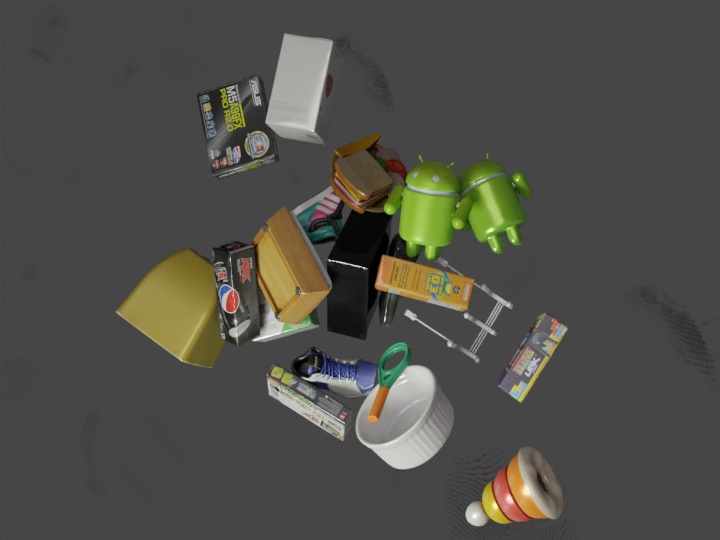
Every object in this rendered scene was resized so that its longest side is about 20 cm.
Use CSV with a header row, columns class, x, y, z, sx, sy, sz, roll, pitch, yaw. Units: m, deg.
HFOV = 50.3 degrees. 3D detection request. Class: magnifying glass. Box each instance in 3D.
class,x,y,z,sx,sy,sz,roll,pitch,yaw
magnifying glass,0.055,0.229,1.595,0.079,0.202,0.022,-21,123,38

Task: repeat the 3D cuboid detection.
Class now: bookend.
class,x,y,z,sx,sy,sz,roll,pitch,yaw
bookend,0.000,0.000,1.648,0.090,0.202,0.202,12,43,12

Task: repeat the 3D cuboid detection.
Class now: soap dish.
class,x,y,z,sx,sy,sz,roll,pitch,yaw
soap dish,-0.154,-0.005,1.576,0.157,0.080,0.203,-43,71,48

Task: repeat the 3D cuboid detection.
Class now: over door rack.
class,x,y,z,sx,sy,sz,roll,pitch,yaw
over door rack,0.204,0.081,1.624,0.198,0.067,0.150,33,91,13

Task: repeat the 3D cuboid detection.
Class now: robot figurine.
class,x,y,z,sx,sy,sz,roll,pitch,yaw
robot figurine,0.273,-0.139,1.605,0.173,0.115,0.204,-26,79,20
robot figurine,0.141,-0.127,1.571,0.172,0.115,0.205,14,107,21

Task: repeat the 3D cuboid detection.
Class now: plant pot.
class,x,y,z,sx,sy,sz,roll,pitch,yaw
plant pot,-0.374,0.070,1.688,0.192,0.196,0.202,32,85,13

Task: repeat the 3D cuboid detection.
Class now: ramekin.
class,x,y,z,sx,sy,sz,roll,pitch,yaw
ramekin,0.096,0.302,1.559,0.199,0.201,0.098,-39,115,6

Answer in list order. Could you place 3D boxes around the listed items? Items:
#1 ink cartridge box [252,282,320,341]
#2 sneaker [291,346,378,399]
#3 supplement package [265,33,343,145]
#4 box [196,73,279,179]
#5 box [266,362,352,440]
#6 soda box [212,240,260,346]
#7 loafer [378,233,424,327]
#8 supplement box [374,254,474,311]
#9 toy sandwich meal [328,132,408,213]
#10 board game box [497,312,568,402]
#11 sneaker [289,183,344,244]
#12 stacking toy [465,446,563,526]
class,x,y,z,sx,sy,sz,roll,pitch,yaw
ink cartridge box,-0.183,0.041,1.698,0.143,0.083,0.205,-14,82,9
sneaker,-0.064,0.217,1.632,0.194,0.116,0.083,2,68,11
supplement package,-0.122,-0.402,1.710,0.117,0.121,0.205,11,87,12
box,-0.284,-0.332,1.776,0.156,0.044,0.205,-14,82,10
box,-0.109,0.283,1.645,0.197,0.111,0.035,30,61,13
soda box,-0.257,0.047,1.597,0.062,0.070,0.205,15,115,40
loafer,0.087,0.027,1.651,0.071,0.073,0.205,14,89,-12
supplement box,0.130,0.026,1.564,0.195,0.069,0.068,14,81,-2
toy sandwich meal,0.022,-0.212,1.641,0.200,0.071,0.209,9,57,-14
board game box,0.336,0.169,1.519,0.056,0.200,0.167,34,91,11
sneaker,-0.053,-0.122,1.689,0.198,0.084,0.122,-33,86,-1
stacking toy,0.298,0.462,1.556,0.198,0.145,0.148,-35,78,26
